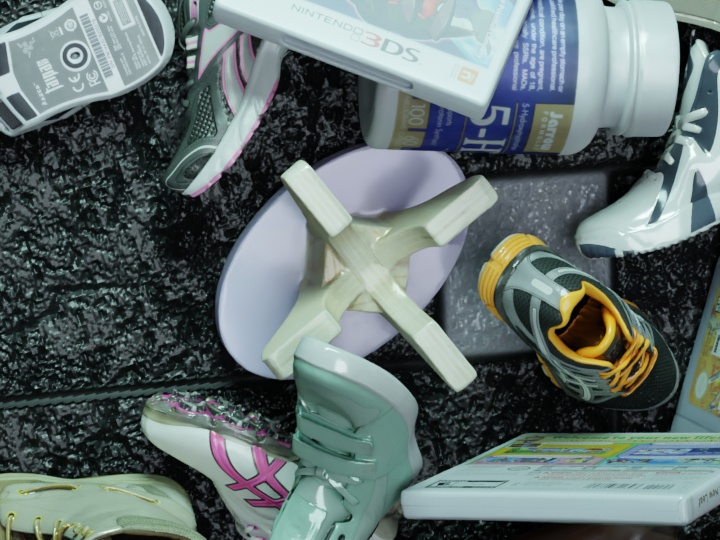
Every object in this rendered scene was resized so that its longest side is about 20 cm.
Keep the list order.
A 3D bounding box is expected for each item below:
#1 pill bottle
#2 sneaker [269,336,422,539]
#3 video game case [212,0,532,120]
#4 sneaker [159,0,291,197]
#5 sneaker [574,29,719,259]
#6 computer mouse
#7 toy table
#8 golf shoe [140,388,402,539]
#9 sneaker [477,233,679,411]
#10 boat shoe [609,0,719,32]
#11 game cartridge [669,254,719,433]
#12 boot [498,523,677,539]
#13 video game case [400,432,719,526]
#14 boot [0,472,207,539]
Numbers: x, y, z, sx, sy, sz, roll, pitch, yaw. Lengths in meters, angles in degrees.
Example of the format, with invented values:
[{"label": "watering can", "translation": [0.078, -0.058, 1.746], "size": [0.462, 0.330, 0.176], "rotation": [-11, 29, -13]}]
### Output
[{"label": "pill bottle", "translation": [0.103, -0.136, 1.576], "size": [0.199, 0.120, 0.120], "rotation": [1, 99, -7]}, {"label": "sneaker", "translation": [-0.018, 0.128, 1.500], "size": [0.074, 0.201, 0.118], "rotation": [23, 68, 24]}, {"label": "video game case", "translation": [0.026, -0.205, 1.524], "size": [0.181, 0.023, 0.201], "rotation": [21, 58, 5]}, {"label": "sneaker", "translation": [-0.089, -0.146, 1.574], "size": [0.086, 0.080, 0.201], "rotation": [27, 85, -3]}, {"label": "sneaker", "translation": [0.224, -0.094, 1.644], "size": [0.198, 0.079, 0.130], "rotation": [-22, 91, 4]}, {"label": "computer mouse", "translation": [-0.215, -0.125, 1.559], "size": [0.199, 0.044, 0.110], "rotation": [-22, 98, -2]}, {"label": "toy table", "translation": [0.000, 0.000, 1.587], "size": [0.184, 0.117, 0.200], "rotation": [39, 89, -15]}, {"label": "golf shoe", "translation": [-0.064, 0.148, 1.619], "size": [0.199, 0.073, 0.092], "rotation": [26, 95, -15]}, {"label": "sneaker", "translation": [0.160, 0.049, 1.628], "size": [0.200, 0.077, 0.078], "rotation": [33, 89, -41]}, {"label": "boat shoe", "translation": [0.219, -0.208, 1.630], "size": [0.199, 0.063, 0.073], "rotation": [24, 110, 4]}, {"label": "game cartridge", "translation": [0.277, 0.061, 1.648], "size": [0.041, 0.133, 0.201], "rotation": [12, 96, -20]}, {"label": "boot", "translation": [0.100, 0.191, 1.576], "size": [0.199, 0.186, 0.065], "rotation": [-23, 80, 31]}, {"label": "video game case", "translation": [0.155, 0.134, 1.557], "size": [0.199, 0.182, 0.022], "rotation": [-3, 97, 31]}, {"label": "boot", "translation": [-0.198, 0.182, 1.552], "size": [0.199, 0.155, 0.072], "rotation": [-5, 100, -12]}]
